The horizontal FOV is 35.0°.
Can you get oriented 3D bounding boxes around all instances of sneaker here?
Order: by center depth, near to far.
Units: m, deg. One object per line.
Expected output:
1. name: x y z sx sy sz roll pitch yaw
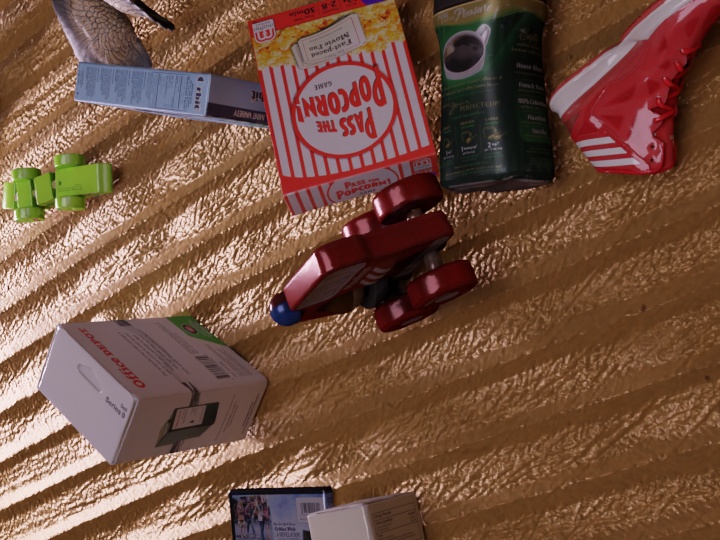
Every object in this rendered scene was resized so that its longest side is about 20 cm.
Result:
1. sneaker: 0.261 -0.154 0.961 0.200 0.078 0.117 -40 75 43

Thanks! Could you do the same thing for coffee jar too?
1. coffee jar: 0.121 -0.175 1.046 0.103 0.085 0.203 -4 88 46

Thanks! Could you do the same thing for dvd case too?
1. dvd case: -0.079 0.336 1.235 0.141 0.017 0.203 -9 85 37

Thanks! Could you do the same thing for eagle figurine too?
1. eagle figurine: -0.299 -0.333 1.340 0.149 0.152 0.203 -18 73 14

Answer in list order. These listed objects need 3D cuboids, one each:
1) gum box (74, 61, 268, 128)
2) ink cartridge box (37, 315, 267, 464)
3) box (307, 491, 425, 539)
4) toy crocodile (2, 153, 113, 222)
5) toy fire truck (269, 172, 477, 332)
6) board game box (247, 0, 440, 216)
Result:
1. gum box: -0.174 -0.183 1.215 0.198 0.169 0.045 13 97 36
2. ink cartridge box: -0.223 0.122 1.230 0.145 0.199 0.085 36 111 31
3. box: 0.021 0.326 1.115 0.077 0.094 0.203 -18 78 35
4. toy crocodile: -0.384 -0.103 1.446 0.198 0.061 0.069 -11 83 31
5. toy fire truck: 0.000 0.000 1.066 0.200 0.166 0.114 -41 68 61
6. board game box: -0.018 -0.168 1.108 0.149 0.046 0.203 -15 66 3
